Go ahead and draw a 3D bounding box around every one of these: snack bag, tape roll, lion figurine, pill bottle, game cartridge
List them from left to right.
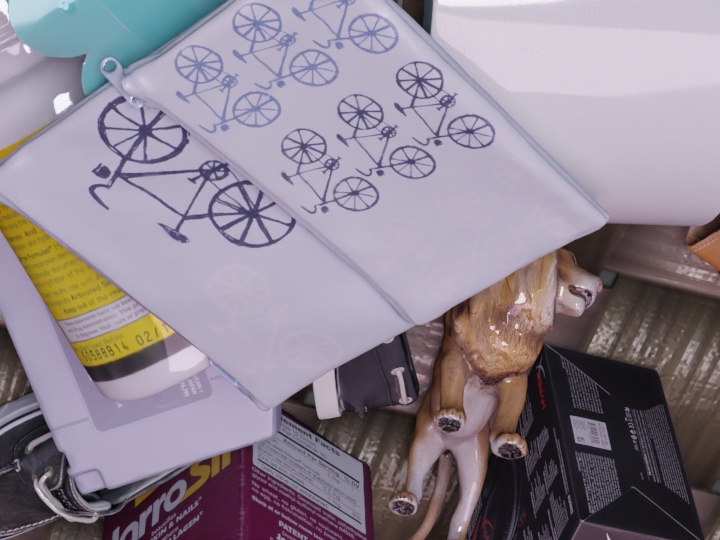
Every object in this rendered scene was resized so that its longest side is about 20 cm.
[{"bbox_3d":[-0.122,-0.049,0.935,0.111,0.111,0.200,-27,103,15],"label":"pill bottle"},{"bbox_3d":[-0.118,0.006,1.026,0.133,0.040,0.200,-17,104,12],"label":"game cartridge"},{"bbox_3d":[-0.031,-0.029,0.817,0.200,0.021,0.189,-29,128,28],"label":"snack bag"},{"bbox_3d":[0.060,0.067,1.090,0.072,0.123,0.200,20,138,-11],"label":"lion figurine"},{"bbox_3d":[0.088,-0.121,0.881,0.139,0.203,0.203,3,126,-6],"label":"tape roll"}]

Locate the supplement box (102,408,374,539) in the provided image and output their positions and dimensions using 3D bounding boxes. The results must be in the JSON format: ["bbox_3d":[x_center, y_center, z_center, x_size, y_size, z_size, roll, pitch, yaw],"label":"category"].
[{"bbox_3d":[-0.068,0.184,1.092,0.103,0.200,0.131,36,116,-25],"label":"supplement box"}]

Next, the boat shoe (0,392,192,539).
[{"bbox_3d":[-0.156,0.103,1.108,0.200,0.071,0.072,-33,121,19],"label":"boat shoe"}]

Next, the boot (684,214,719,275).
[{"bbox_3d":[0.238,0.021,1.069,0.155,0.077,0.200,22,119,-20],"label":"boot"}]

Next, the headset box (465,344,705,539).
[{"bbox_3d":[0.109,0.168,1.125,0.075,0.149,0.200,14,123,-13],"label":"headset box"}]

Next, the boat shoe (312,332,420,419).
[{"bbox_3d":[0.000,0.000,1.043,0.060,0.074,0.200,-4,129,0],"label":"boat shoe"}]

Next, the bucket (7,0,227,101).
[{"bbox_3d":[-0.082,-0.176,0.836,0.135,0.207,0.207,-31,122,16],"label":"bucket"}]
